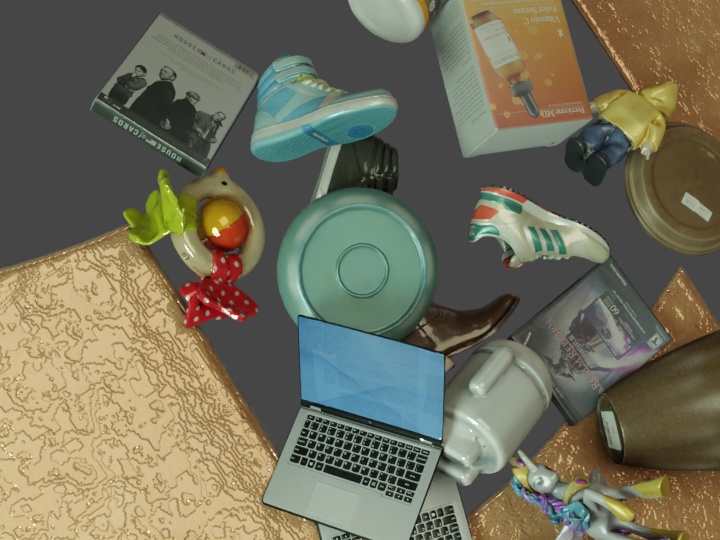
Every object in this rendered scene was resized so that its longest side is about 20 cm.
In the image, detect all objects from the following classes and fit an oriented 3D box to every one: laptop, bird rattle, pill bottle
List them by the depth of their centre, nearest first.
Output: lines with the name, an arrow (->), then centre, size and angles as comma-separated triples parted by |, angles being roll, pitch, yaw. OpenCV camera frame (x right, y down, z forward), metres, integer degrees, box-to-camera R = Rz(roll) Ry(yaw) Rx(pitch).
laptop -> -0.011, 0.182, 1.333 | 0.186, 0.116, 0.201 | 14, 67, 24
laptop -> 0.067, 0.329, 1.360 | 0.186, 0.116, 0.201 | -11, 80, -23
bird rattle -> -0.172, -0.038, 1.395 | 0.200, 0.113, 0.163 | 49, 49, -5
pill bottle -> 0.078, -0.409, 1.573 | 0.116, 0.116, 0.200 | 37, 67, -7

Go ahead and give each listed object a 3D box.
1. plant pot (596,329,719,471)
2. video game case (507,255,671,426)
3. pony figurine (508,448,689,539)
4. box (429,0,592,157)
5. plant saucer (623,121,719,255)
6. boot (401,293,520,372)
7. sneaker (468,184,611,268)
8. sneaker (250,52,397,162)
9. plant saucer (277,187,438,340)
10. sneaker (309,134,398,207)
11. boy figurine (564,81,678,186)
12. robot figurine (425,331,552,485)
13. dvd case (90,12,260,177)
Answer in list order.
plant pot -> 0.412, 0.182, 1.514 | 0.199, 0.187, 0.188 | -12, 80, -7
video game case -> 0.307, 0.091, 1.573 | 0.200, 0.019, 0.143 | -36, 90, -25
pony figurine -> 0.283, 0.294, 1.411 | 0.167, 0.199, 0.194 | -52, 131, -30
box -> 0.200, -0.269, 1.584 | 0.152, 0.106, 0.201 | -10, 79, -22
plant saucer -> 0.467, -0.120, 1.683 | 0.199, 0.029, 0.201 | 5, 74, -19
boot -> 0.081, 0.020, 1.489 | 0.186, 0.064, 0.200 | -38, 86, -22
sneaker -> 0.231, -0.036, 1.563 | 0.199, 0.070, 0.094 | 25, 86, -14
sneaker -> -0.050, -0.220, 1.450 | 0.079, 0.199, 0.131 | 33, 49, -58
plant saucer -> 0.000, 0.000, 1.420 | 0.199, 0.027, 0.201 | 0, 91, -10
sneaker -> -0.008, -0.094, 1.479 | 0.099, 0.071, 0.201 | 21, 65, -8
boy figurine -> 0.368, -0.205, 1.650 | 0.124, 0.065, 0.200 | 38, 60, 23
robot figurine -> 0.156, 0.162, 1.423 | 0.113, 0.170, 0.200 | 30, 55, 22
dvd case -> -0.217, -0.215, 1.422 | 0.150, 0.025, 0.200 | 32, 43, -9
